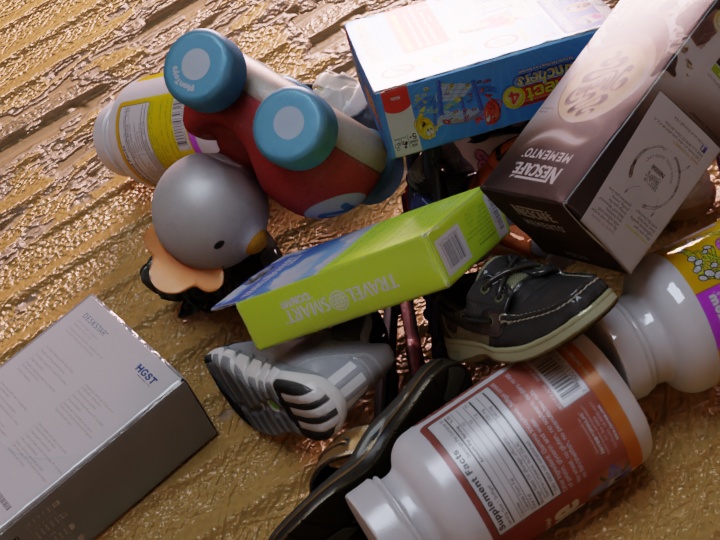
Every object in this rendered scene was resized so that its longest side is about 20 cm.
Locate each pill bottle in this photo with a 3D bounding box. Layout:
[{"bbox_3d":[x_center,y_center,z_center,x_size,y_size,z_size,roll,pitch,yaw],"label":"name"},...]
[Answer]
[{"bbox_3d":[0.259,0.020,1.158,0.199,0.105,0.104,-25,43,-10],"label":"pill bottle"},{"bbox_3d":[0.094,0.137,1.131,0.199,0.112,0.112,-33,44,-8],"label":"pill bottle"},{"bbox_3d":[-0.159,-0.130,1.477,0.199,0.104,0.104,-3,44,49],"label":"pill bottle"}]

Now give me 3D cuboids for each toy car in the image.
[{"bbox_3d":[-0.092,-0.059,1.294,0.176,0.184,0.201,33,96,22],"label":"toy car"}]

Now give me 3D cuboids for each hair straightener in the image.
[{"bbox_3d":[0.011,0.060,1.291,0.076,0.041,0.201,-16,49,10],"label":"hair straightener"}]

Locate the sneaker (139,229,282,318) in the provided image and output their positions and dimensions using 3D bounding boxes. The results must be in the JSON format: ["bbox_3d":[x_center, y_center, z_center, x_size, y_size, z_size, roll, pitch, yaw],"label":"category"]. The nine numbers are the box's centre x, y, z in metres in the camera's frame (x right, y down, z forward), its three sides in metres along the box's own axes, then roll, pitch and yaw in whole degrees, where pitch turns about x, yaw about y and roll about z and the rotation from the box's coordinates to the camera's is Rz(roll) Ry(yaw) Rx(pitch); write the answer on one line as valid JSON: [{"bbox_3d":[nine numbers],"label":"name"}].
[{"bbox_3d":[-0.113,0.014,1.373,0.114,0.076,0.200,-34,41,-7],"label":"sneaker"}]

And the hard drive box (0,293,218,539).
[{"bbox_3d":[-0.242,0.136,1.311,0.200,0.077,0.156,-40,45,-14],"label":"hard drive box"}]

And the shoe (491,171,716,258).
[{"bbox_3d":[0.185,-0.061,1.319,0.199,0.054,0.070,-13,43,17],"label":"shoe"}]

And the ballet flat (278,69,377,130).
[{"bbox_3d":[-0.047,-0.152,1.505,0.199,0.073,0.073,6,51,29],"label":"ballet flat"}]

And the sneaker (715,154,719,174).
[{"bbox_3d":[0.316,-0.094,1.218,0.088,0.200,0.081,-19,86,2],"label":"sneaker"}]

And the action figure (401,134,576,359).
[{"bbox_3d":[0.103,-0.026,1.283,0.104,0.202,0.193,-2,-1,-38],"label":"action figure"}]

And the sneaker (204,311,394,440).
[{"bbox_3d":[-0.035,0.071,1.264,0.115,0.075,0.200,-38,23,-22],"label":"sneaker"}]

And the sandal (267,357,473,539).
[{"bbox_3d":[0.001,0.139,1.180,0.054,0.082,0.200,31,79,42],"label":"sandal"}]

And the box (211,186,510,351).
[{"bbox_3d":[0.000,0.000,1.210,0.199,0.048,0.122,-19,11,33],"label":"box"}]

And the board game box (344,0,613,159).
[{"bbox_3d":[0.096,-0.172,1.290,0.195,0.056,0.200,-16,25,0],"label":"board game box"}]

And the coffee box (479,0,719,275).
[{"bbox_3d":[0.191,-0.105,1.139,0.200,0.080,0.113,-53,27,-10],"label":"coffee box"}]

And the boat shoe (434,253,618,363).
[{"bbox_3d":[0.104,0.023,1.139,0.072,0.066,0.201,-34,7,-23],"label":"boat shoe"}]

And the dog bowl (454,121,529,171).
[{"bbox_3d":[0.146,-0.163,1.408,0.199,0.074,0.201,-14,38,11],"label":"dog bowl"}]
